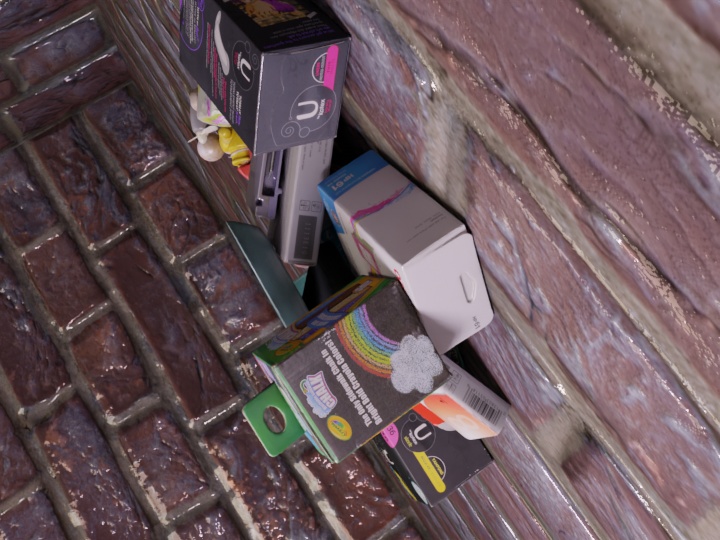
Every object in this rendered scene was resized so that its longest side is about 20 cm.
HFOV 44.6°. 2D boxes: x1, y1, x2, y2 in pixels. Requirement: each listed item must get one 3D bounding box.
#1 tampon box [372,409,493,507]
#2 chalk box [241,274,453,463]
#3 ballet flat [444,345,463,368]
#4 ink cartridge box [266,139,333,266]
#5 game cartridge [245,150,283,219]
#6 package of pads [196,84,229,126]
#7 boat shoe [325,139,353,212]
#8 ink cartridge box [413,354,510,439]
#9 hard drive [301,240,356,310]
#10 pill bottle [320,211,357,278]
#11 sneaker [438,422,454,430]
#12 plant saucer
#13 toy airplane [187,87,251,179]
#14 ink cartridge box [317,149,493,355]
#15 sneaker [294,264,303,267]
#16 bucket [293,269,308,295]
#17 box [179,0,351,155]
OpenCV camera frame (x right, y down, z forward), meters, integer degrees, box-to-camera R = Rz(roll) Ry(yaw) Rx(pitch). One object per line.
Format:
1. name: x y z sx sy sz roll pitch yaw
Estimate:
1. tampon box: 0.109 0.288 1.451 0.150 0.126 0.200 56 169 7
2. chalk box: -0.029 0.111 0.924 0.125 0.199 0.124 59 168 -10
3. ballet flat: 0.088 0.088 1.140 0.074 0.074 0.201 50 167 37
4. ink cartridge box: -0.075 -0.118 1.087 0.174 0.043 0.202 -141 58 -75
5. game cartridge: -0.113 -0.173 1.109 0.130 0.038 0.202 -128 46 -76
6. package of pads: -0.173 -0.269 1.162 0.200 0.068 0.156 -151 65 -72
7. boat shoe: -0.046 -0.142 1.140 0.200 0.071 0.068 48 135 47
8. ink cartridge box: 0.078 0.163 1.152 0.162 0.050 0.200 37 151 -10
9. hard drive: -0.029 0.071 1.128 0.140 0.033 0.200 57 156 21
10. pill bottle: 0.000 0.000 1.182 0.201 0.110 0.111 58 170 3
11. sneaker: 0.108 0.147 1.251 0.201 0.074 0.087 53 163 -15
12. plant saucer: -0.105 0.018 1.106 0.201 0.036 0.200 60 173 12
13. toy airplane: -0.204 -0.233 1.381 0.200 0.141 0.200 49 -164 -32
14. ink cartridge box: 0.048 -0.021 0.970 0.200 0.084 0.145 44 163 48
15. sneaker: -0.091 -0.097 1.324 0.105 0.075 0.202 49 -148 -79
16. bucket: -0.016 0.065 1.375 0.208 0.134 0.207 56 170 16
17. box: -0.108 -0.235 0.939 0.200 0.105 0.123 52 145 36
